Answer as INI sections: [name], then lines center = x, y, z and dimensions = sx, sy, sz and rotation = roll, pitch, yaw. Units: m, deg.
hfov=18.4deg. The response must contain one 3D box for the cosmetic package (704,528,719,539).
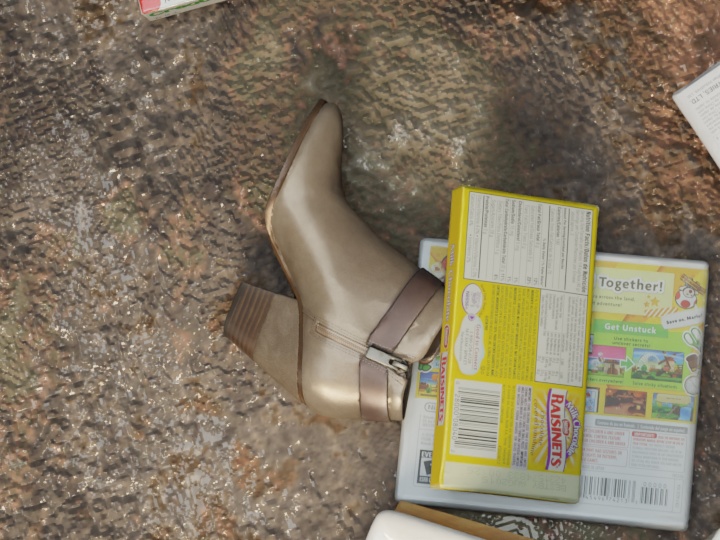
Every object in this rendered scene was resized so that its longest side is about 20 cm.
[cosmetic package]
center = 0.195, 0.239, 1.381
dimensions = 0.052, 0.200, 0.151
rotation = 33, 85, 10

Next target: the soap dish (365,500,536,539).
[soap dish]
center = 0.066, 0.242, 1.410
dimensions = 0.081, 0.200, 0.158
rotation = 25, 81, -32

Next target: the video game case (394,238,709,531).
[video game case]
center = 0.130, 0.076, 1.506
dimensions = 0.199, 0.023, 0.183
rotation = 5, 81, 8

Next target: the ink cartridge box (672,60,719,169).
[ink cartridge box]
center = 0.313, -0.069, 1.481
dimensions = 0.119, 0.042, 0.201
rotation = -34, 84, 15

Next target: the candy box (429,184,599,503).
[candy box]
center = 0.102, 0.049, 1.470
dimensions = 0.102, 0.026, 0.201
rotation = 9, 80, -21

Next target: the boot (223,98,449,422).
[boot]
center = 0.000, 0.000, 1.503
dimensions = 0.145, 0.070, 0.201
rotation = 21, 90, 15

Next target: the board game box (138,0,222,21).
[board game box]
center = -0.074, -0.265, 1.572
dimensions = 0.199, 0.035, 0.127
rotation = -15, 86, 4
